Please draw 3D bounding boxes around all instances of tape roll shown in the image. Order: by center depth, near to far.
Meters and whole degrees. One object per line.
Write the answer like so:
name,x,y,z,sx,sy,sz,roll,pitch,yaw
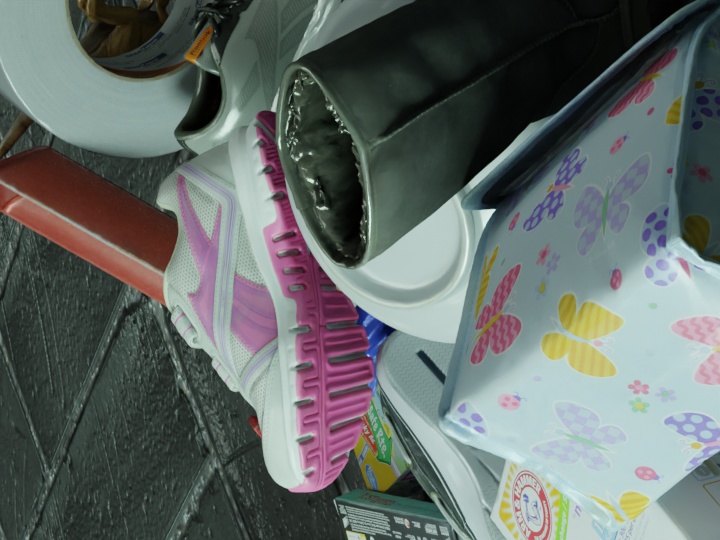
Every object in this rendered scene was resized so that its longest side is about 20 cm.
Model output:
tape roll,-0.142,-0.173,1.533,0.066,0.199,0.202,29,125,58

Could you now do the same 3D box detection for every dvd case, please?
dvd case,0.052,0.227,1.449,0.146,0.022,0.202,0,108,63

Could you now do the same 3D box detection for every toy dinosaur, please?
toy dinosaur,-0.160,-0.142,1.599,0.060,0.199,0.107,8,117,43

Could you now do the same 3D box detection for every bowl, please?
bowl,0.034,-0.042,1.251,0.200,0.090,0.203,15,122,26

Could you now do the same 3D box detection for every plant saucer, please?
plant saucer,-0.138,-0.015,1.578,0.037,0.199,0.200,-61,3,-7

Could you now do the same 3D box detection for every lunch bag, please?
lunch bag,0.126,-0.022,1.072,0.170,0.127,0.201,-42,23,44

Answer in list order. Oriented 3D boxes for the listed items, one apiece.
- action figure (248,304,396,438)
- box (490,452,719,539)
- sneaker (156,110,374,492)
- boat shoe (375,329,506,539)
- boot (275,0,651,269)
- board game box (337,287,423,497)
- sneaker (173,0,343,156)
action figure,0.000,0.000,1.387,0.099,0.065,0.200,47,108,19
box,0.156,0.126,1.151,0.200,0.101,0.113,53,143,42
sneaker,-0.055,0.022,1.342,0.088,0.081,0.202,-17,76,28
boat shoe,0.078,0.115,1.338,0.201,0.072,0.071,56,165,21
boot,0.040,-0.119,1.120,0.072,0.199,0.183,6,116,55
board game box,0.012,0.018,1.478,0.135,0.034,0.201,-53,53,56
sneaker,-0.058,-0.153,1.488,0.074,0.079,0.202,38,117,61
